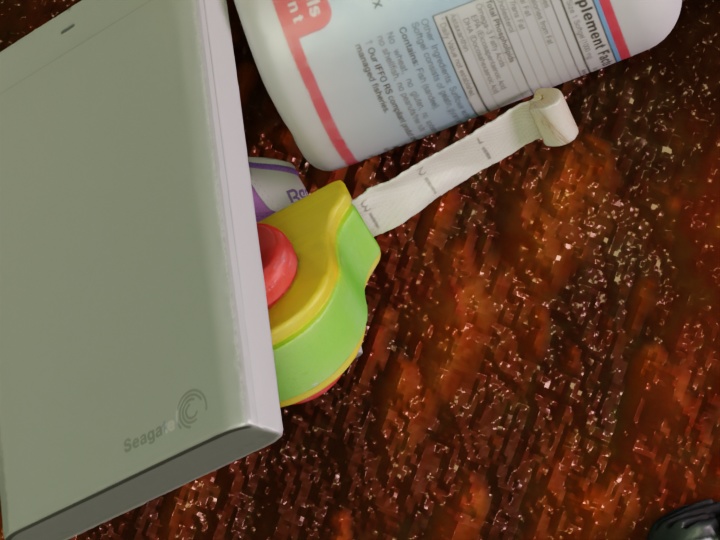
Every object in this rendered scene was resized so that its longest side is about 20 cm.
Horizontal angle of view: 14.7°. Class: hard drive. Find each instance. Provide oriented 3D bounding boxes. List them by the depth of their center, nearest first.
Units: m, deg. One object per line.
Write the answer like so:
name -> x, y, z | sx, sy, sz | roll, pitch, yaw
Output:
hard drive -> -0.094, -0.010, 1.063 | 0.132, 0.026, 0.200 | -27, 59, 35

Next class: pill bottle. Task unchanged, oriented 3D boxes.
pill bottle -> 0.055, -0.122, 1.092 | 0.200, 0.109, 0.109 | -21, 88, 7

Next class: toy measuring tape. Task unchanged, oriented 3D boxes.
toy measuring tape -> 0.000, 0.000, 1.065 | 0.200, 0.074, 0.074 | -28, 87, 3

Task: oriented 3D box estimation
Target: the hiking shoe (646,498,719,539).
hiking shoe -> 0.211, 0.140, 1.099 | 0.200, 0.074, 0.087 | 4, 98, 17

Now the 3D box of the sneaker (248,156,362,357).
sneaker -> -0.110, 0.011, 1.139 | 0.200, 0.073, 0.114 | -18, 85, -3
